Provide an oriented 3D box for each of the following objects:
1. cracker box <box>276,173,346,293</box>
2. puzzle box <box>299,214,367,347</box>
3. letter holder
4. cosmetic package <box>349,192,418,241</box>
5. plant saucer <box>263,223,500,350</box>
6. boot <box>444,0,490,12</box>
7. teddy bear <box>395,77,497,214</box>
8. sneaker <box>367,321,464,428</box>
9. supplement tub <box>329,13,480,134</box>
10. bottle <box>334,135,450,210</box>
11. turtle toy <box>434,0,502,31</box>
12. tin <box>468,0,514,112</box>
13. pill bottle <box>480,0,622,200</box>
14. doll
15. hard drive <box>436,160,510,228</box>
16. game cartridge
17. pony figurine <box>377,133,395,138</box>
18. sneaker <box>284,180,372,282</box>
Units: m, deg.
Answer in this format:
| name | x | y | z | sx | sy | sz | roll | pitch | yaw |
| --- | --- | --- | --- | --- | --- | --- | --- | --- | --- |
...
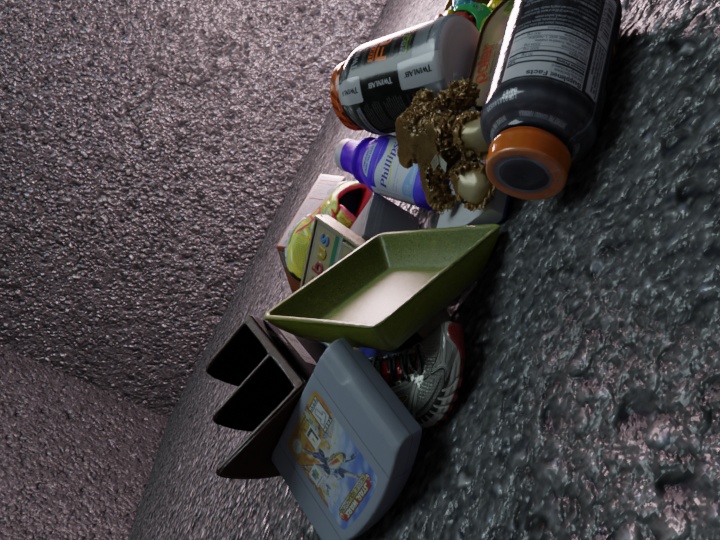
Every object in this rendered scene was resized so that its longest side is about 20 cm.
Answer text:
| name | x | y | z | sx | sy | sz | roll | pitch | yaw |
| --- | --- | --- | --- | --- | --- | --- | --- | --- | --- |
| cracker box | -0.075 | -0.061 | 1.219 | 0.136 | 0.057 | 0.202 | 77 | -149 | -44 |
| puzzle box | -0.038 | 0.041 | 0.909 | 0.132 | 0.025 | 0.204 | 34 | 119 | 43 |
| letter holder | -0.098 | 0.154 | 0.761 | 0.142 | 0.101 | 0.200 | -46 | -24 | 3 |
| cosmetic package | 0.000 | 0.000 | 0.974 | 0.201 | 0.089 | 0.108 | -57 | 12 | 36 |
| plant saucer | 0.026 | 0.021 | 0.698 | 0.199 | 0.049 | 0.198 | -36 | 21 | -33 |
| boot | 0.221 | -0.512 | 1.091 | 0.200 | 0.072 | 0.158 | -33 | 34 | 61 |
| teddy bear | 0.103 | -0.137 | 0.732 | 0.200 | 0.065 | 0.148 | -166 | 65 | -72 |
| sneaker | 0.034 | 0.118 | 0.649 | 0.201 | 0.081 | 0.079 | -52 | 17 | 36 |
| supplement tub | 0.060 | -0.250 | 0.874 | 0.197 | 0.122 | 0.125 | -3 | 57 | 42 |
| bottle | 0.044 | -0.144 | 0.919 | 0.198 | 0.065 | 0.085 | 24 | 97 | 43 |
| turtle toy | 0.146 | -0.328 | 0.985 | 0.146 | 0.100 | 0.202 | -50 | 19 | 42 |
| tin | 0.183 | -0.250 | 0.759 | 0.110 | 0.042 | 0.203 | -7 | 53 | 37 |
| pill bottle | 0.170 | -0.166 | 0.603 | 0.106 | 0.105 | 0.203 | -35 | 32 | 62 |
| doll | 0.043 | 0.068 | 0.768 | 0.139 | 0.048 | 0.200 | -67 | 14 | -21 |
| hard drive | 0.145 | -0.124 | 0.783 | 0.132 | 0.025 | 0.203 | -39 | 29 | 60 |
| game cartridge | -0.018 | 0.180 | 0.647 | 0.134 | 0.041 | 0.202 | 52 | 134 | 30 |
| pony figurine | 0.064 | -0.215 | 1.034 | 0.200 | 0.164 | 0.197 | 42 | 117 | 59 |
| sneaker | -0.048 | -0.071 | 1.047 | 0.090 | 0.078 | 0.202 | -10 | 45 | 60 |
